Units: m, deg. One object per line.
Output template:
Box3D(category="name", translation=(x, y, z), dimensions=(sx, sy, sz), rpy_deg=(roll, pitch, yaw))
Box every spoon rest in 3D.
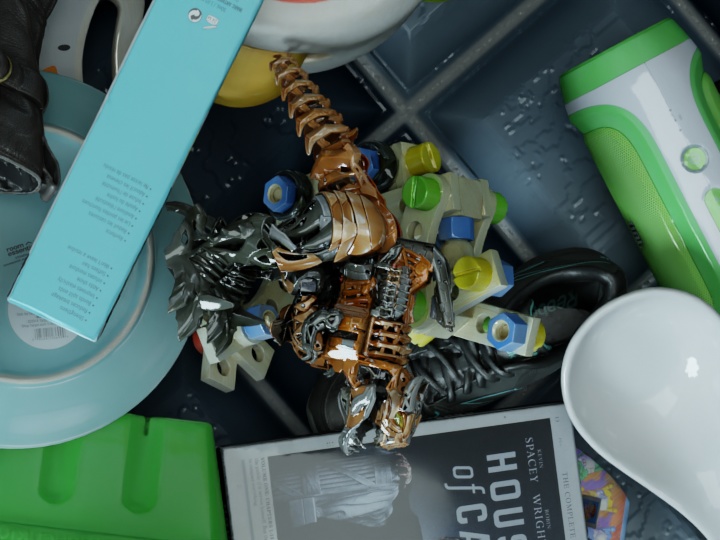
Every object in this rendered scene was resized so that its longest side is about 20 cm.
Box3D(category="spoon rest", translation=(0.181, 0.096, 1.196), dimensions=(0.099, 0.061, 0.200), rpy_deg=(-31, 115, 0))

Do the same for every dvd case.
Box3D(category="dvd case", translation=(0.028, 0.158, 1.182), dimensions=(0.199, 0.025, 0.151), rpy_deg=(-7, 88, -13))

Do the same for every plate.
Box3D(category="plate", translation=(-0.176, -0.008, 1.119), dimensions=(0.200, 0.026, 0.201), rpy_deg=(3, 82, -19))

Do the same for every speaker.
Box3D(category="speaker", translation=(0.189, -0.038, 1.223), dimensions=(0.088, 0.088, 0.200), rpy_deg=(-28, 91, -6))

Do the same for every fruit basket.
Box3D(category="fruit basket", translation=(-0.170, 0.181, 1.159), dimensions=(0.215, 0.156, 0.216), rpy_deg=(3, 71, -7))

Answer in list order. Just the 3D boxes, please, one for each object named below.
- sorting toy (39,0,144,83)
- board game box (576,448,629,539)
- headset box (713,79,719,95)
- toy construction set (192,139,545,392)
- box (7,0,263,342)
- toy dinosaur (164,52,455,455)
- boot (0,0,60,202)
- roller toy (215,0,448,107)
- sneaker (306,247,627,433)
Box3D(category="sorting toy", translation=(-0.202, -0.098, 1.181), dimensions=(0.179, 0.107, 0.201), rpy_deg=(-7, 90, -14))
Box3D(category="board game box", translation=(0.072, 0.187, 1.227), dimensions=(0.158, 0.039, 0.201), rpy_deg=(9, 87, -6))
Box3D(category="headset box", translation=(0.312, -0.053, 1.238), dimensions=(0.148, 0.075, 0.200), rpy_deg=(-27, 92, -11))
Box3D(category="toy construction set", translation=(0.000, 0.000, 1.179), dimensions=(0.199, 0.092, 0.132), rpy_deg=(-13, 77, 24))
Box3D(category="box", translation=(-0.108, -0.066, 1.068), dimensions=(0.049, 0.082, 0.200), rpy_deg=(26, 89, -7))
Box3D(category="toy dinosaur", translation=(-0.023, -0.005, 1.104), dimensions=(0.135, 0.102, 0.200), rpy_deg=(-12, 58, 9))
Box3D(category="boot", translation=(-0.231, -0.132, 1.082), dimensions=(0.200, 0.069, 0.175), rpy_deg=(19, 54, -18))
Box3D(category="roller toy", translation=(-0.039, -0.202, 1.175), dimensions=(0.200, 0.140, 0.183), rpy_deg=(-31, 91, -5))
Box3D(category="sneaker", translation=(0.060, 0.041, 1.212), dimensions=(0.200, 0.079, 0.076), rpy_deg=(-28, 92, -5))
